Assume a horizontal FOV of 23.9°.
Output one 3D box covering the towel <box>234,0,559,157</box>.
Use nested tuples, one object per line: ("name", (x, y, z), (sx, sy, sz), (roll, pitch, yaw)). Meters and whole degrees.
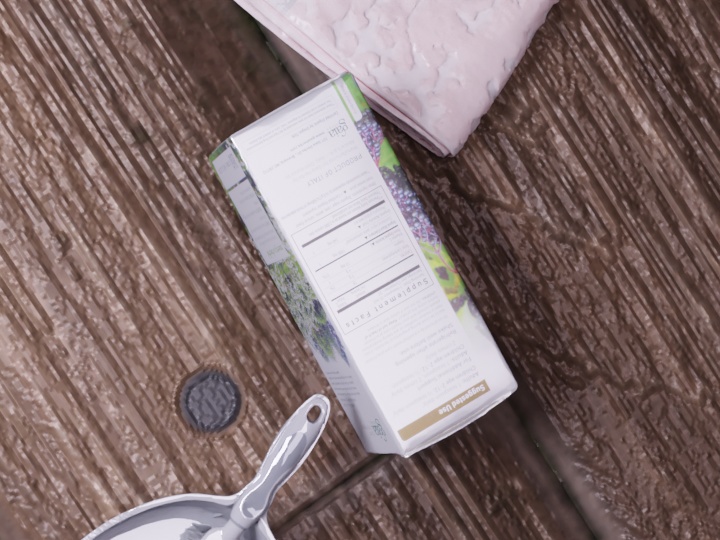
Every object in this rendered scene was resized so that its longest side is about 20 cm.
("towel", (0.032, -0.199, 1.001), (0.191, 0.032, 0.200), (36, 80, -9))

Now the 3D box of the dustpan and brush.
("dustpan and brush", (-0.079, 0.152, 0.931), (0.139, 0.057, 0.200), (35, 79, -8))

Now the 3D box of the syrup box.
("syrup box", (0.000, 0.000, 0.953), (0.081, 0.079, 0.201), (-30, 93, -14))
